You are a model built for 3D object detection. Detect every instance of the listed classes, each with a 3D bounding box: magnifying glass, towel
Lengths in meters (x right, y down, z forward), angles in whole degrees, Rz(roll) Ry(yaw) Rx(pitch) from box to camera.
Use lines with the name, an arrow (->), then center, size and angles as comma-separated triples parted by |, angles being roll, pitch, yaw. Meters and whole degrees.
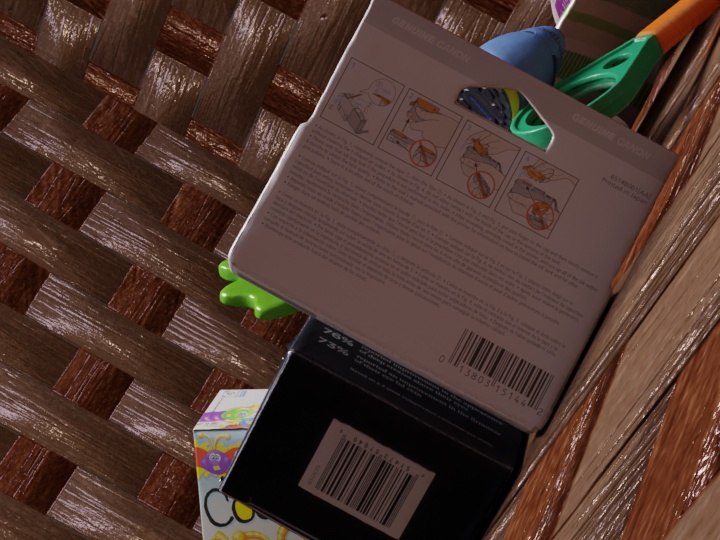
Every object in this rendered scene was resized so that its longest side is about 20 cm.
magnifying glass -> 0.174, -0.134, 1.257 | 0.200, 0.022, 0.079 | -41, 20, -28
towel -> 0.167, -0.127, 1.425 | 0.152, 0.023, 0.200 | 8, -63, -52

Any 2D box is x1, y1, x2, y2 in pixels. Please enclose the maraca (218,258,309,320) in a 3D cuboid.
maraca -> 0.000, 0.000, 1.366 | 0.137, 0.199, 0.107 | -103, 9, -68

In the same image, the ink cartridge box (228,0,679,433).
ink cartridge box -> 0.052, -0.031, 1.100 | 0.177, 0.199, 0.045 | -61, -2, -7

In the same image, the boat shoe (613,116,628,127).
boat shoe -> 0.135, -0.035, 1.396 | 0.056, 0.069, 0.200 | 4, -46, -44

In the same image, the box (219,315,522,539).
box -> 0.018, 0.089, 1.189 | 0.105, 0.148, 0.200 | -62, -2, 20

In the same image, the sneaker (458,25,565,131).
sneaker -> 0.089, -0.107, 1.350 | 0.078, 0.066, 0.200 | -39, -6, -26

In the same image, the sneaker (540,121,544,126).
sneaker -> 0.128, -0.031, 1.247 | 0.200, 0.075, 0.092 | -57, -8, -68

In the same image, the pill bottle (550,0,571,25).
pill bottle -> 0.212, -0.246, 1.500 | 0.113, 0.112, 0.200 | -61, -6, -16

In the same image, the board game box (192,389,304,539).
board game box -> -0.067, 0.205, 1.557 | 0.105, 0.103, 0.201 | -59, -34, -74
